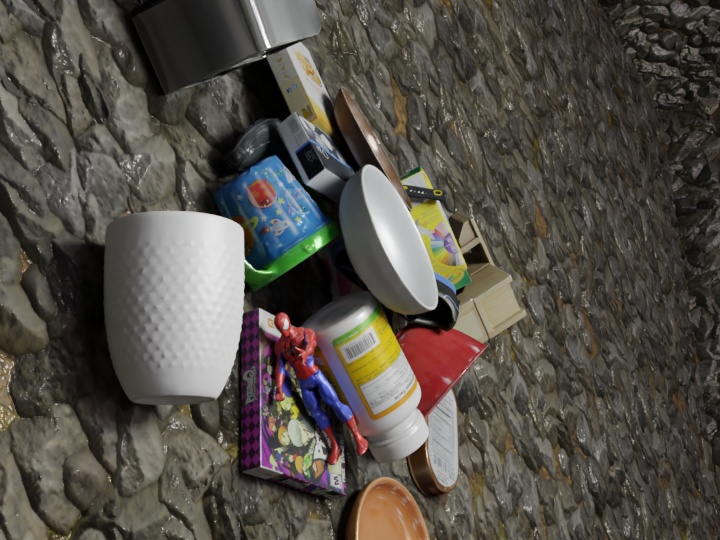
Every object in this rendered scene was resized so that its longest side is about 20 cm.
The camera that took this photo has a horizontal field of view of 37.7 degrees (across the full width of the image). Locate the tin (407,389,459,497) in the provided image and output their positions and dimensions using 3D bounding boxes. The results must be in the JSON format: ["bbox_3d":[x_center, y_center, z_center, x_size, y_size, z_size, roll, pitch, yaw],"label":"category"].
[{"bbox_3d":[0.114,0.249,1.633,0.112,0.041,0.203,45,38,-47],"label":"tin"}]

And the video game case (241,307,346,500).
[{"bbox_3d":[-0.083,0.170,1.325,0.181,0.035,0.204,32,47,-49],"label":"video game case"}]

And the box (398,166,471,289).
[{"bbox_3d":[0.088,-0.048,1.666,0.048,0.116,0.203,-88,154,-75],"label":"box"}]

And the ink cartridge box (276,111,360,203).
[{"bbox_3d":[-0.033,-0.134,1.420,0.100,0.039,0.199,61,15,25],"label":"ink cartridge box"}]

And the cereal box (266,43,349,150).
[{"bbox_3d":[-0.080,-0.258,1.496,0.144,0.039,0.203,35,29,-64],"label":"cereal box"}]

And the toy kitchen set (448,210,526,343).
[{"bbox_3d":[0.139,0.022,1.771,0.165,0.179,0.200,63,-10,-22],"label":"toy kitchen set"}]

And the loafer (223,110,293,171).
[{"bbox_3d":[-0.118,-0.164,1.414,0.071,0.068,0.200,49,26,1],"label":"loafer"}]

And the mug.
[{"bbox_3d":[-0.191,0.051,1.113,0.200,0.144,0.179,81,7,-76],"label":"mug"}]

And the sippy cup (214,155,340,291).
[{"bbox_3d":[-0.113,-0.066,1.324,0.132,0.138,0.178,58,3,-4],"label":"sippy cup"}]

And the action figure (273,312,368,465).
[{"bbox_3d":[-0.061,0.149,1.266,0.203,0.064,0.099,65,18,-12],"label":"action figure"}]

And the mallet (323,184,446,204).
[{"bbox_3d":[0.035,-0.117,1.588,0.196,0.041,0.067,13,58,-10],"label":"mallet"}]

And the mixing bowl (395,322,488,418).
[{"bbox_3d":[0.078,0.147,1.502,0.108,0.201,0.200,40,28,8],"label":"mixing bowl"}]

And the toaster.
[{"bbox_3d":[-0.166,-0.311,1.302,0.200,0.178,0.121,-39,109,-61],"label":"toaster"}]

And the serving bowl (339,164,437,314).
[{"bbox_3d":[0.026,-0.030,1.349,0.201,0.065,0.202,56,19,-30],"label":"serving bowl"}]

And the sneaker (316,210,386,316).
[{"bbox_3d":[0.000,0.000,1.516,0.081,0.087,0.203,-40,110,-60],"label":"sneaker"}]

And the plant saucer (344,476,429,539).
[{"bbox_3d":[0.036,0.382,1.415,0.200,0.037,0.204,38,44,-48],"label":"plant saucer"}]

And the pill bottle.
[{"bbox_3d":[0.011,0.140,1.354,0.202,0.110,0.111,63,30,-15],"label":"pill bottle"}]

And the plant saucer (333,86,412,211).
[{"bbox_3d":[0.013,-0.166,1.500,0.202,0.032,0.201,58,9,-15],"label":"plant saucer"}]

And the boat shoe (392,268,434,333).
[{"bbox_3d":[0.081,0.046,1.584,0.200,0.067,0.076,73,19,-69],"label":"boat shoe"}]

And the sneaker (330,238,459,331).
[{"bbox_3d":[0.050,0.019,1.446,0.197,0.071,0.078,23,27,-14],"label":"sneaker"}]
